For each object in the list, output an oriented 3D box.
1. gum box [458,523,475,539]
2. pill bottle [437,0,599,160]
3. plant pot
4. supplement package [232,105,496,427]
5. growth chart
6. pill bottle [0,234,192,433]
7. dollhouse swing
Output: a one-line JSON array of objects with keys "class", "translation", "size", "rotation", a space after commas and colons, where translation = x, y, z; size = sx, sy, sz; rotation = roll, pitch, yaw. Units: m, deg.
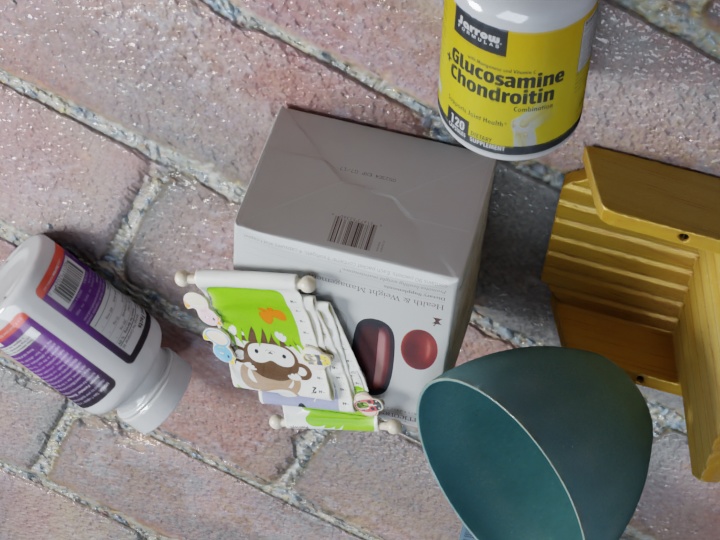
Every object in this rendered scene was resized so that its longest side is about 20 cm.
[{"class": "gum box", "translation": [0.123, 0.274, 1.828], "size": [0.044, 0.201, 0.171], "rotation": [9, 140, 13]}, {"class": "pill bottle", "translation": [0.114, -0.184, 1.375], "size": [0.111, 0.113, 0.201], "rotation": [12, 140, 9]}, {"class": "plant pot", "translation": [0.160, 0.141, 1.555], "size": [0.200, 0.134, 0.201], "rotation": [41, 150, 31]}, {"class": "supplement package", "translation": [0.000, 0.000, 1.607], "size": [0.189, 0.148, 0.201], "rotation": [14, 140, 8]}, {"class": "growth chart", "translation": [-0.063, 0.068, 1.581], "size": [0.143, 0.018, 0.201], "rotation": [-4, 133, 29]}, {"class": "pill bottle", "translation": [-0.261, 0.066, 1.822], "size": [0.200, 0.112, 0.111], "rotation": [39, 137, -22]}, {"class": "dollhouse swing", "translation": [0.227, 0.047, 1.544], "size": [0.180, 0.177, 0.201], "rotation": [14, 142, 6]}]
